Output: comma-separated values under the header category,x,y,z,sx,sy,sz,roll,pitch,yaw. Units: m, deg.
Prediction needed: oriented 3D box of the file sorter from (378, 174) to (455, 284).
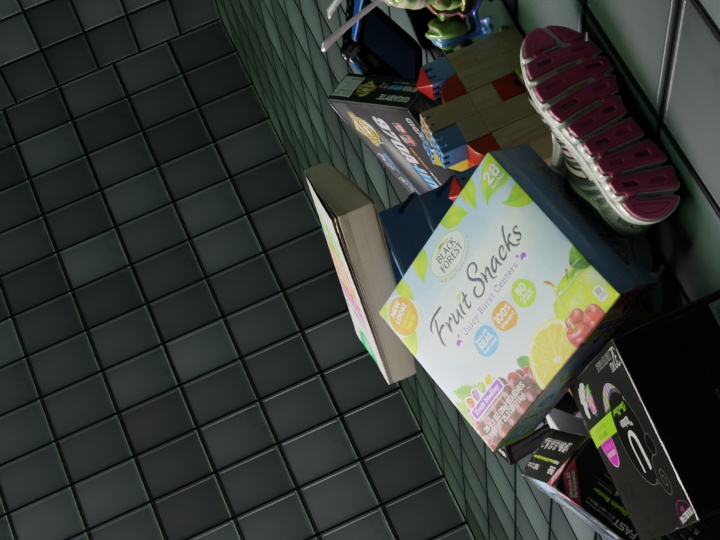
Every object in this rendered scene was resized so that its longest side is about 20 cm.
category,x,y,z,sx,sy,sz,roll,pitch,yaw
file sorter,0.115,-0.032,1.525,0.123,0.198,0.140,132,114,-79

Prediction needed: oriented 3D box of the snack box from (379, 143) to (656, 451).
category,x,y,z,sx,sy,sz,roll,pitch,yaw
snack box,0.128,0.023,1.255,0.169,0.067,0.201,50,127,21

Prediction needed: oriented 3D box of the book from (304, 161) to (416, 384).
category,x,y,z,sx,sy,sz,roll,pitch,yaw
book,0.000,0.000,1.523,0.134,0.048,0.201,-127,17,-61

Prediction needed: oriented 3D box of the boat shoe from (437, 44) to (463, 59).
category,x,y,z,sx,sy,sz,roll,pitch,yaw
boat shoe,0.102,-0.182,1.672,0.200,0.064,0.072,80,165,-63

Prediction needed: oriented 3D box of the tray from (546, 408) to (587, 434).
category,x,y,z,sx,sy,sz,roll,pitch,yaw
tray,0.274,0.235,1.640,0.107,0.022,0.201,25,-156,-39

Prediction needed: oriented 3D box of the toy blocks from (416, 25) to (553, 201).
category,x,y,z,sx,sy,sz,roll,pitch,yaw
toy blocks,0.119,-0.137,1.382,0.100,0.136,0.201,77,168,-59

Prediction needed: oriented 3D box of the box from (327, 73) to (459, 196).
category,x,y,z,sx,sy,sz,roll,pitch,yaw
box,0.073,-0.136,1.659,0.158,0.046,0.200,17,154,53

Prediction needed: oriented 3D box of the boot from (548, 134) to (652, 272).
category,x,y,z,sx,sy,sz,roll,pitch,yaw
boot,0.181,-0.064,1.280,0.202,0.095,0.074,67,168,-15

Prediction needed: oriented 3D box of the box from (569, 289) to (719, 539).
category,x,y,z,sx,sy,sz,roll,pitch,yaw
box,0.261,0.115,1.155,0.200,0.123,0.150,96,151,-74

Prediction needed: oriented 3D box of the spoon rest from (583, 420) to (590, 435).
category,x,y,z,sx,sy,sz,roll,pitch,yaw
spoon rest,0.277,0.174,1.588,0.200,0.060,0.100,32,-146,-78

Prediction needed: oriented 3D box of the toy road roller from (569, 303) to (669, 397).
category,x,y,z,sx,sy,sz,roll,pitch,yaw
toy road roller,0.207,0.042,1.376,0.200,0.122,0.148,116,141,-82

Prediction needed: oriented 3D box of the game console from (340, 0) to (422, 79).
category,x,y,z,sx,sy,sz,roll,pitch,yaw
game console,0.040,-0.307,1.720,0.170,0.118,0.201,38,-154,-19

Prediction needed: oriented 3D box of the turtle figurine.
category,x,y,z,sx,sy,sz,roll,pitch,yaw
turtle figurine,0.032,-0.302,1.371,0.144,0.198,0.196,-40,-44,-58

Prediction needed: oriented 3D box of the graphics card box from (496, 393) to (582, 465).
category,x,y,z,sx,sy,sz,roll,pitch,yaw
graphics card box,0.191,0.114,1.703,0.051,0.125,0.201,40,155,54

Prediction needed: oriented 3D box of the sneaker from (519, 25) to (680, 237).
category,x,y,z,sx,sy,sz,roll,pitch,yaw
sneaker,0.186,-0.107,1.204,0.201,0.073,0.088,59,165,21

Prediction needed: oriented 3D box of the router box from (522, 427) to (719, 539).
category,x,y,z,sx,sy,sz,roll,pitch,yaw
router box,0.265,0.240,1.449,0.199,0.062,0.150,38,174,-2
